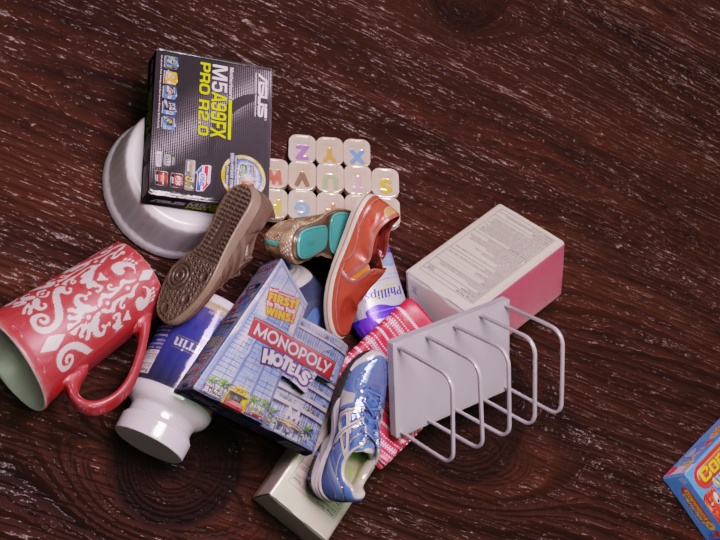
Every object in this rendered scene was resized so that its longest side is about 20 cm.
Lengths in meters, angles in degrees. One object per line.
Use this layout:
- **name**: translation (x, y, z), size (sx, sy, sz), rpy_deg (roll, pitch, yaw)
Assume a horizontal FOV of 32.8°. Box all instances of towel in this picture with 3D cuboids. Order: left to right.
- **towel**: translation (0.049, 0.147, 1.642), size (0.200, 0.022, 0.145), rpy_deg (-42, 94, -28)

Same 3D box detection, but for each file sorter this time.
- **file sorter**: translation (0.150, 0.142, 1.579), size (0.199, 0.124, 0.140), rpy_deg (-18, 118, -31)

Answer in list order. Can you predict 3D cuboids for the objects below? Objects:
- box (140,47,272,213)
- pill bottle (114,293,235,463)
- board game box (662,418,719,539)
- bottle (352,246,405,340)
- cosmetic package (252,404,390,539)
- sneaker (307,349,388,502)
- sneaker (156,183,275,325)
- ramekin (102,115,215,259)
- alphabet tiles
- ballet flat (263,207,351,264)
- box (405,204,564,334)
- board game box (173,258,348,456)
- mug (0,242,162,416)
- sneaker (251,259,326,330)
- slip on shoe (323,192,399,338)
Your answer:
- **box**: translation (-0.196, -0.175, 1.577), size (0.159, 0.044, 0.201), rpy_deg (8, 73, -22)
- **pill bottle**: translation (-0.224, 0.133, 1.550), size (0.115, 0.116, 0.201), rpy_deg (31, 66, -14)
- **board game box**: translation (0.597, 0.337, 1.899), size (0.200, 0.056, 0.196), rpy_deg (-37, 93, -28)
- **bottle**: translation (0.025, 0.058, 1.711), size (0.083, 0.065, 0.201), rpy_deg (-12, 81, -28)
- **cosmetic package**: translation (-0.041, 0.250, 1.625), size (0.105, 0.071, 0.200), rpy_deg (42, 63, -9)
- **sneaker**: translation (0.002, 0.199, 1.545), size (0.075, 0.077, 0.201), rpy_deg (21, 82, -38)
- **sneaker**: translation (-0.171, -0.009, 1.522), size (0.200, 0.070, 0.075), rpy_deg (-55, 143, 0)
- **ramekin**: translation (-0.234, -0.124, 1.626), size (0.199, 0.098, 0.202), rpy_deg (7, 73, -23)
- **alphabet tiles**: translation (-0.043, -0.107, 1.716), size (0.199, 0.015, 0.197), rpy_deg (4, 61, -7)
- **ballet flat**: translation (-0.062, -0.048, 1.599), size (0.200, 0.065, 0.071), rpy_deg (-7, 104, -64)
- **box**: translation (0.178, 0.018, 1.740), size (0.200, 0.109, 0.128), rpy_deg (-35, 51, -27)
- **board game box**: translation (-0.103, 0.100, 1.529), size (0.199, 0.062, 0.201), rpy_deg (30, 67, -26)
- **mug**: translation (-0.339, 0.079, 1.512), size (0.200, 0.133, 0.178), rpy_deg (-38, 99, -32)
- **sneaker**: translation (-0.114, 0.079, 1.615), size (0.147, 0.080, 0.201), rpy_deg (49, 52, -27)
- **slip on shoe**: translation (0.000, 0.000, 1.614), size (0.061, 0.074, 0.201), rpy_deg (23, 103, 20)
